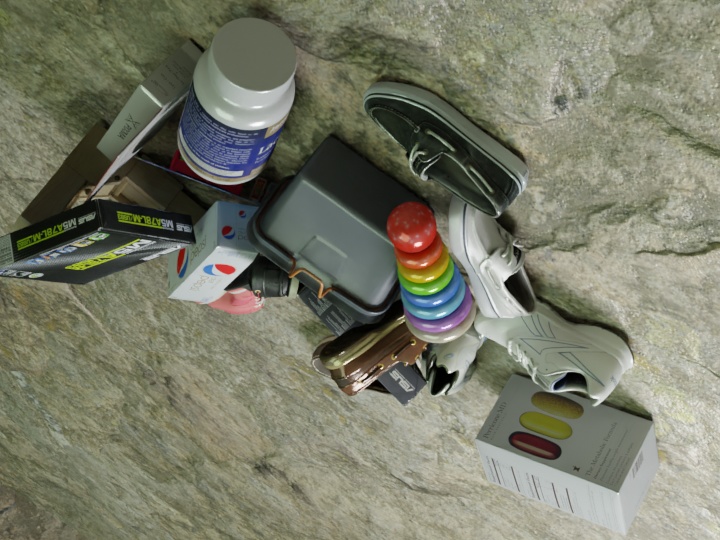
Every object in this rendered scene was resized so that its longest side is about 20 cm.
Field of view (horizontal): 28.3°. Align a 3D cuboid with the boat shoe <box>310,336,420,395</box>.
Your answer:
[{"bbox_3d":[-0.004,0.139,2.014,0.199,0.060,0.072,2,139,45],"label":"boat shoe"}]

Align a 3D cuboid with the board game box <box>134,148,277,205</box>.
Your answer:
[{"bbox_3d":[-0.184,-0.124,1.789,0.157,0.039,0.200,22,-179,37],"label":"board game box"}]

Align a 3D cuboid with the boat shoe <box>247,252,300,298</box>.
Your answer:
[{"bbox_3d":[-0.109,-0.002,1.805,0.063,0.074,0.201,7,-176,-4],"label":"boat shoe"}]

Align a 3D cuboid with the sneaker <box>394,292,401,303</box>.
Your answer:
[{"bbox_3d":[0.000,0.000,1.808,0.200,0.075,0.088,41,165,-3],"label":"sneaker"}]

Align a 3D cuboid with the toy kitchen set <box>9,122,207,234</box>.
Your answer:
[{"bbox_3d":[-0.351,-0.054,1.966,0.200,0.181,0.163,39,152,-9],"label":"toy kitchen set"}]

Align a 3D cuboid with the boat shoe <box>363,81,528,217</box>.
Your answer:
[{"bbox_3d":[0.082,-0.128,1.510,0.199,0.071,0.072,31,151,9],"label":"boat shoe"}]

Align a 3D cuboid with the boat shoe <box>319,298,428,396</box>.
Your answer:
[{"bbox_3d":[0.047,0.081,1.737,0.068,0.199,0.072,63,166,-14],"label":"boat shoe"}]

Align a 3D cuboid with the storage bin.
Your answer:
[{"bbox_3d":[-0.019,-0.051,1.680,0.200,0.146,0.134,35,141,0],"label":"storage bin"}]

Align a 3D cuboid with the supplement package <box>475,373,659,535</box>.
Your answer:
[{"bbox_3d":[0.263,0.232,1.815,0.199,0.114,0.110,17,148,28],"label":"supplement package"}]

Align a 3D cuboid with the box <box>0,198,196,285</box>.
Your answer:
[{"bbox_3d":[-0.344,-0.033,1.815,0.199,0.048,0.193,-18,165,26],"label":"box"}]

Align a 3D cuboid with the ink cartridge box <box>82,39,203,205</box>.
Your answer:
[{"bbox_3d":[-0.274,-0.170,1.710,0.045,0.176,0.200,43,150,-6],"label":"ink cartridge box"}]

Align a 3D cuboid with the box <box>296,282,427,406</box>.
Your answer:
[{"bbox_3d":[-0.003,0.075,1.840,0.200,0.049,0.161,46,180,-9],"label":"box"}]

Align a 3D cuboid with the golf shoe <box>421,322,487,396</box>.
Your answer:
[{"bbox_3d":[0.104,0.126,1.844,0.078,0.097,0.200,27,152,9],"label":"golf shoe"}]

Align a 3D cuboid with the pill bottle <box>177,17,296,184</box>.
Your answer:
[{"bbox_3d":[-0.137,-0.189,1.602,0.115,0.116,0.200,34,152,1],"label":"pill bottle"}]

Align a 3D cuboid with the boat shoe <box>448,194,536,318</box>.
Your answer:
[{"bbox_3d":[0.152,-0.015,1.610,0.065,0.072,0.201,4,137,27],"label":"boat shoe"}]

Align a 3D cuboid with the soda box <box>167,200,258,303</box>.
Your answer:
[{"bbox_3d":[-0.197,-0.022,1.901,0.063,0.069,0.200,8,157,-25],"label":"soda box"}]

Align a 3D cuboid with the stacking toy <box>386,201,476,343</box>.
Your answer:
[{"bbox_3d":[0.074,-0.006,1.587,0.085,0.086,0.200,19,151,26],"label":"stacking toy"}]

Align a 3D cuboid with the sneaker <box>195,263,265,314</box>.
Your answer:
[{"bbox_3d":[-0.159,0.019,2.008,0.087,0.074,0.200,30,158,-24],"label":"sneaker"}]

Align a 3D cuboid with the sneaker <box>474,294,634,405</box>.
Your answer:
[{"bbox_3d":[0.218,0.092,1.683,0.199,0.087,0.075,20,150,28],"label":"sneaker"}]
